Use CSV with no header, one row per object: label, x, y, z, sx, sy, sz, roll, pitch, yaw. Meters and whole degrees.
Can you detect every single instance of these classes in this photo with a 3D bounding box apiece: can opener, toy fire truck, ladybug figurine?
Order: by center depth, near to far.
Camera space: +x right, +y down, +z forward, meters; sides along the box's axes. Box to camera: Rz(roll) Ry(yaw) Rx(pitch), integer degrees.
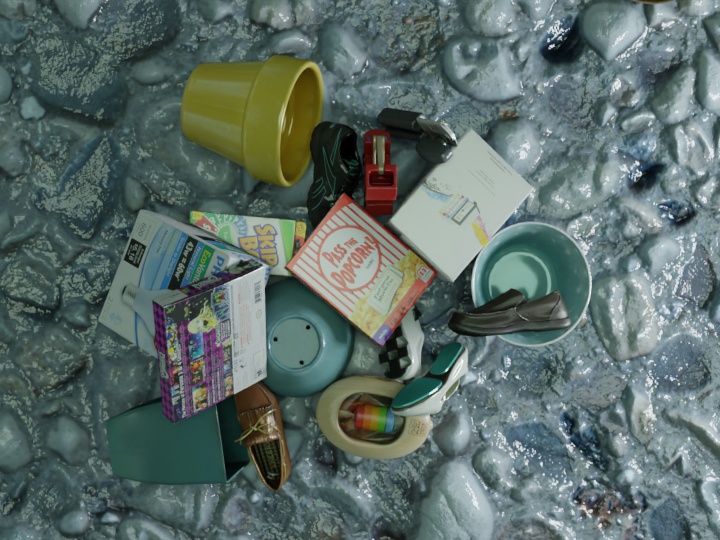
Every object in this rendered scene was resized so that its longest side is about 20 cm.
toy fire truck,0.029,-0.165,1.458,0.048,0.142,0.202,-1,54,-1
can opener,0.087,-0.224,1.475,0.067,0.200,0.053,-46,123,-8
ladybug figurine,0.023,0.243,1.529,0.197,0.072,0.138,13,90,-2

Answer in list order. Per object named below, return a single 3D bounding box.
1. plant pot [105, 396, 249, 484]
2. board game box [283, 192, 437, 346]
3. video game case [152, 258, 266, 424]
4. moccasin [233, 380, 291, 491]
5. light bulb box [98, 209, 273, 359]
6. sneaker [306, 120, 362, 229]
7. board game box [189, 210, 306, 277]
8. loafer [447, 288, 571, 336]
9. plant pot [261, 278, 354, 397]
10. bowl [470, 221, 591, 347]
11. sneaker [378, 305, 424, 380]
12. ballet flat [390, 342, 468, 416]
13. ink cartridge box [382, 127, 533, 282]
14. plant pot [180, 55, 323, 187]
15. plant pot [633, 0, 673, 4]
plant pot,-0.300,0.270,1.486,0.197,0.141,0.144,-9,90,8
board game box,0.000,0.000,1.463,0.199,0.046,0.152,39,82,-4
video game case,-0.217,0.104,1.349,0.180,0.036,0.202,-25,128,-39
moccasin,-0.165,0.266,1.492,0.073,0.078,0.204,-8,109,4
light bulb box,-0.276,0.037,1.445,0.198,0.124,0.201,25,96,28
sneaker,-0.041,-0.143,1.506,0.079,0.075,0.203,8,104,40
board game box,-0.193,-0.044,1.546,0.197,0.030,0.097,5,90,-5
loafer,0.232,0.065,1.442,0.197,0.073,0.072,-4,85,-11
plant pot,-0.105,0.114,1.494,0.197,0.135,0.203,0,90,-3
bowl,0.275,0.022,1.525,0.198,0.105,0.204,0,90,-2
sneaker,0.066,0.087,1.539,0.073,0.088,0.203,-12,73,31
ballet flat,0.123,0.195,1.498,0.070,0.069,0.200,51,47,-2
ink cartridge box,0.155,-0.102,1.500,0.144,0.147,0.200,42,88,-2
plant pot,-0.178,-0.253,1.474,0.186,0.201,0.204,15,89,14
plant pot,0.499,-0.585,1.513,0.185,0.186,0.202,29,75,-2
